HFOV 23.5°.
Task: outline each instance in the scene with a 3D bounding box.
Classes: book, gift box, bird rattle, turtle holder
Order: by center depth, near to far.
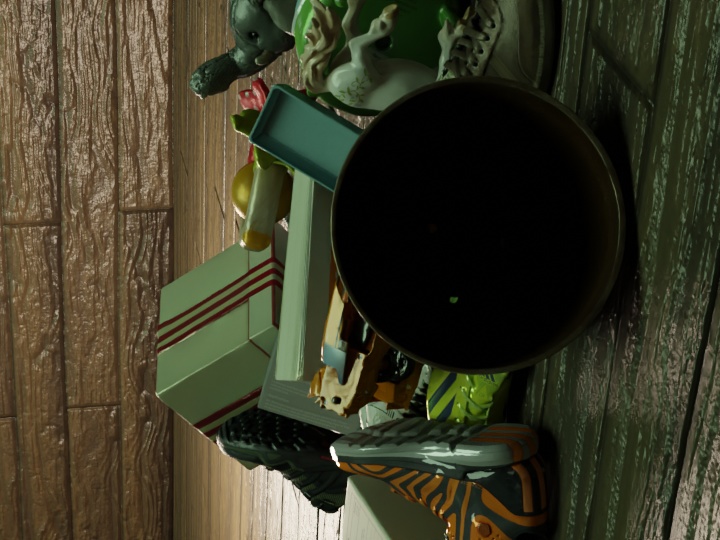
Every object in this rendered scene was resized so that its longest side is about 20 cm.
[{"bbox_3d":[0.012,-0.229,1.445,0.132,0.139,0.187,-108,17,-52],"label":"turtle holder"},{"bbox_3d":[0.000,0.000,1.510,0.048,0.133,0.202,-3,82,58],"label":"book"},{"bbox_3d":[-0.096,-0.102,1.677,0.200,0.112,0.165,-144,67,-72],"label":"bird rattle"},{"bbox_3d":[-0.086,0.077,1.829,0.200,0.186,0.186,39,-149,-39],"label":"gift box"}]

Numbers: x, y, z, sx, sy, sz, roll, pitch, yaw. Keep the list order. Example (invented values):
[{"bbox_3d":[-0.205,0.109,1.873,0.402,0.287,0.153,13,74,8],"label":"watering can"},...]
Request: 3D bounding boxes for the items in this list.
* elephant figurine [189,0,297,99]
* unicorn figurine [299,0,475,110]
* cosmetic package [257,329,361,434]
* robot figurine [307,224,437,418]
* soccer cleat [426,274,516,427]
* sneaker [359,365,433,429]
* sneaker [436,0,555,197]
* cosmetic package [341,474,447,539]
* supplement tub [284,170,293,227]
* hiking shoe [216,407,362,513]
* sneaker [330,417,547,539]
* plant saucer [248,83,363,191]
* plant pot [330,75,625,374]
[{"bbox_3d":[-0.062,-0.258,1.636,0.142,0.198,0.157,132,134,-74],"label":"elephant figurine"},{"bbox_3d":[0.044,-0.146,1.382,0.074,0.198,0.138,-61,-7,-60],"label":"unicorn figurine"},{"bbox_3d":[-0.021,0.046,1.632,0.090,0.106,0.201,-76,5,-64],"label":"cosmetic package"},{"bbox_3d":[0.023,0.011,1.338,0.145,0.058,0.202,1,-75,-59],"label":"robot figurine"},{"bbox_3d":[0.092,0.082,1.341,0.084,0.064,0.202,-127,35,-61],"label":"soccer cleat"},{"bbox_3d":[0.053,0.086,1.443,0.088,0.075,0.202,-125,43,-57],"label":"sneaker"},{"bbox_3d":[0.092,-0.139,1.245,0.071,0.075,0.202,-113,22,-57],"label":"sneaker"},{"bbox_3d":[0.056,0.264,1.447,0.200,0.072,0.104,-126,35,-49],"label":"cosmetic package"},{"bbox_3d":[-0.024,-0.064,1.740,0.200,0.106,0.108,-120,29,-63],"label":"supplement tub"},{"bbox_3d":[-0.052,0.202,1.744,0.076,0.198,0.101,-59,-25,-56],"label":"hiking shoe"},{"bbox_3d":[0.059,0.177,1.329,0.199,0.077,0.113,0,105,46],"label":"sneaker"},{"bbox_3d":[0.005,-0.084,1.440,0.019,0.199,0.070,-57,-1,-46],"label":"plant saucer"},{"bbox_3d":[0.076,-0.019,1.181,0.200,0.185,0.189,77,-172,-84],"label":"plant pot"}]
